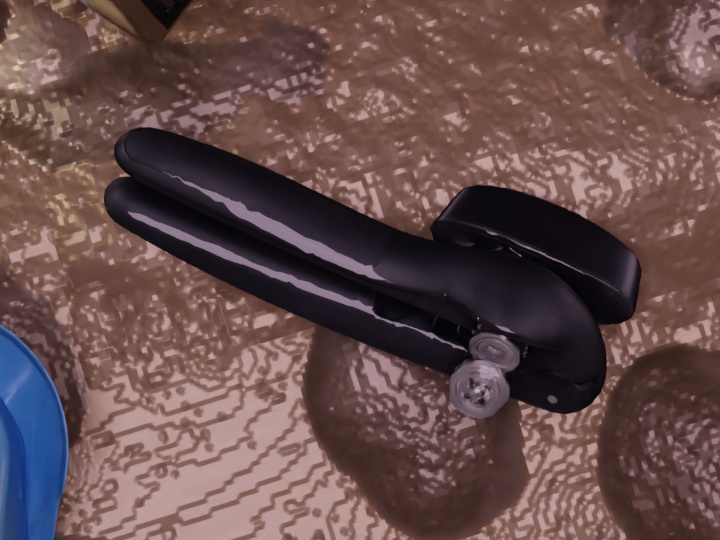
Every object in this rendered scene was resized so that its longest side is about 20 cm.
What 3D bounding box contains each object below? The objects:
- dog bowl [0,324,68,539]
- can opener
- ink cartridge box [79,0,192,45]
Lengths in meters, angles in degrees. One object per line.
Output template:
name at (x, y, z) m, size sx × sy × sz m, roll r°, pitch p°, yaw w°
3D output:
dog bowl at (-0.163, 0.111, 0.977) m, size 0.111 × 0.050 × 0.200 m, roll 5°, pitch 89°, yaw 2°
can opener at (0.000, 0.000, 0.974) m, size 0.200 × 0.079 × 0.063 m, roll 16°, pitch 129°, yaw 5°
ink cartridge box at (-0.133, -0.164, 0.859) m, size 0.200 × 0.165 × 0.075 m, roll 36°, pitch 91°, yaw 3°
